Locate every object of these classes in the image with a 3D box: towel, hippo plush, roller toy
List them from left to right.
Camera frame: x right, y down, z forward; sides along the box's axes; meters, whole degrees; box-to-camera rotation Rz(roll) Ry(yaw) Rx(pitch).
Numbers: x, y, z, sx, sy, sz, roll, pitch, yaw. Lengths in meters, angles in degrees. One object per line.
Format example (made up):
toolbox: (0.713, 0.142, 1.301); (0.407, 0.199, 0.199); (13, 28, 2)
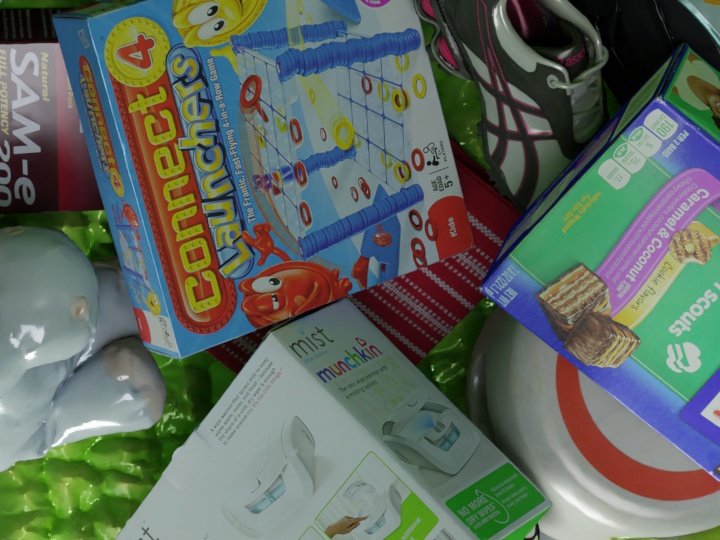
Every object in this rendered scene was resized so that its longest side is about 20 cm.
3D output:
hippo plush: (-0.216, 0.031, 1.534); (0.200, 0.159, 0.161); (-30, 153, -5)
towel: (0.000, 0.000, 1.658); (0.145, 0.023, 0.200); (38, 106, -25)
roller toy: (0.162, 0.072, 1.628); (0.182, 0.140, 0.200); (33, 74, -6)

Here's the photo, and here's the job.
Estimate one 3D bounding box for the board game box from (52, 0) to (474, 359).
board game box: (-0.052, -0.076, 1.532); (0.195, 0.056, 0.200); (-21, 105, -23)

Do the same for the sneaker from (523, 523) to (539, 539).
sneaker: (0.036, 0.114, 1.626); (0.200, 0.075, 0.076); (44, 133, 14)

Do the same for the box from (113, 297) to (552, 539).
box: (-0.024, 0.151, 1.567); (0.176, 0.097, 0.200); (44, 120, 14)

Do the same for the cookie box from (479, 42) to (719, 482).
cookie box: (0.196, 0.005, 1.483); (0.200, 0.075, 0.171); (38, 126, -5)

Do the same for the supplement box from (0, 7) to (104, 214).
supplement box: (-0.235, -0.090, 1.555); (0.199, 0.061, 0.109); (-3, 115, -9)

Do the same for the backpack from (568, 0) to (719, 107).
backpack: (0.214, -0.136, 1.541); (0.200, 0.176, 0.153); (42, 80, -18)

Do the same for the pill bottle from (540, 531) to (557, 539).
pill bottle: (0.093, 0.205, 1.721); (0.200, 0.112, 0.112); (-26, 117, 4)

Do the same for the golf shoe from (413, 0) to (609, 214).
golf shoe: (0.105, -0.095, 1.525); (0.077, 0.088, 0.200); (-43, 110, -26)
